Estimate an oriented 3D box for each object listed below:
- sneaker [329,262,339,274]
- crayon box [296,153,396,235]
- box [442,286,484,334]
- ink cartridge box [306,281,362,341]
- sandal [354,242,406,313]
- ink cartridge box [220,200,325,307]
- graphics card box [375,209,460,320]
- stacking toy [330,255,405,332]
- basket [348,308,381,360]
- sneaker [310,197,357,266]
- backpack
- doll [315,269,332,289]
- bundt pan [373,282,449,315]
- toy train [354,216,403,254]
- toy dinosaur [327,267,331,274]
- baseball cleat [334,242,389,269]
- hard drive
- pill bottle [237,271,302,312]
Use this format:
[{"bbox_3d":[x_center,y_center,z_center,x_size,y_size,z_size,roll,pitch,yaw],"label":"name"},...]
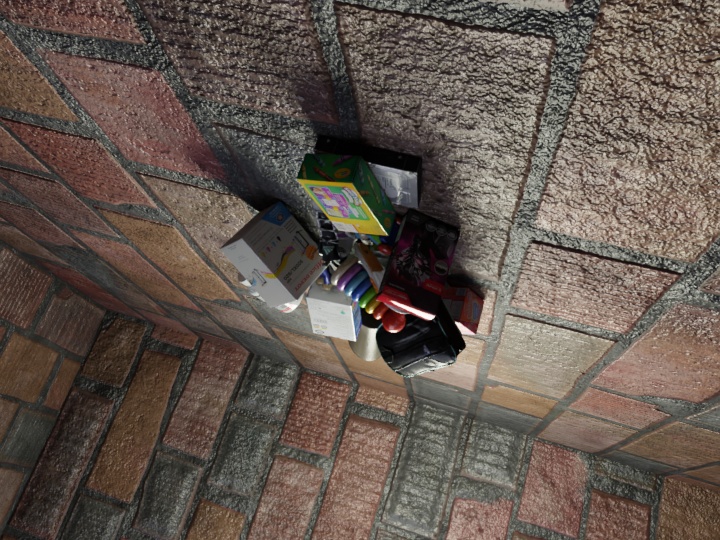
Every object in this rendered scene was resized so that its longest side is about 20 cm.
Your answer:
[{"bbox_3d":[0.000,0.000,1.635,0.199,0.074,0.080,12,158,19],"label":"sneaker"},{"bbox_3d":[-0.022,-0.141,1.180,0.118,0.059,0.200,8,158,27],"label":"crayon box"},{"bbox_3d":[0.220,0.108,1.677,0.199,0.103,0.095,-1,152,43],"label":"box"},{"bbox_3d":[-0.072,0.123,1.762,0.136,0.077,0.201,10,138,14],"label":"ink cartridge box"},{"bbox_3d":[0.057,0.005,1.405,0.059,0.207,0.079,-43,158,26],"label":"sandal"},{"bbox_3d":[-0.206,-0.036,1.517,0.200,0.147,0.144,50,149,-16],"label":"ink cartridge box"},{"bbox_3d":[0.122,-0.012,1.294,0.125,0.201,0.051,22,161,-7],"label":"graphics card box"},{"bbox_3d":[0.026,0.062,1.425,0.200,0.085,0.085,45,163,9],"label":"stacking toy"},{"bbox_3d":[0.031,0.166,1.935,0.135,0.181,0.200,-5,156,-8],"label":"basket"},{"bbox_3d":[-0.067,-0.077,1.380,0.077,0.141,0.200,7,158,31],"label":"sneaker"},{"bbox_3d":[0.146,0.167,1.562,0.199,0.153,0.176,-29,94,26],"label":"backpack"},{"bbox_3d":[-0.125,-0.039,1.622,0.136,0.048,0.201,34,158,50],"label":"doll"},{"bbox_3d":[0.114,0.040,1.523,0.201,0.076,0.202,-20,177,-1],"label":"bundt pan"},{"bbox_3d":[0.078,-0.052,1.421,0.115,0.085,0.200,15,163,42],"label":"toy train"},{"bbox_3d":[-0.064,0.012,1.772,0.088,0.048,0.200,17,165,-15],"label":"toy dinosaur"},{"bbox_3d":[0.027,-0.043,1.526,0.199,0.070,0.107,8,-164,-8],"label":"baseball cleat"},{"bbox_3d":[0.017,-0.183,1.176,0.199,0.038,0.140,14,161,10],"label":"hard drive"},{"bbox_3d":[-0.285,0.044,1.960,0.111,0.112,0.200,-3,151,47],"label":"pill bottle"}]
